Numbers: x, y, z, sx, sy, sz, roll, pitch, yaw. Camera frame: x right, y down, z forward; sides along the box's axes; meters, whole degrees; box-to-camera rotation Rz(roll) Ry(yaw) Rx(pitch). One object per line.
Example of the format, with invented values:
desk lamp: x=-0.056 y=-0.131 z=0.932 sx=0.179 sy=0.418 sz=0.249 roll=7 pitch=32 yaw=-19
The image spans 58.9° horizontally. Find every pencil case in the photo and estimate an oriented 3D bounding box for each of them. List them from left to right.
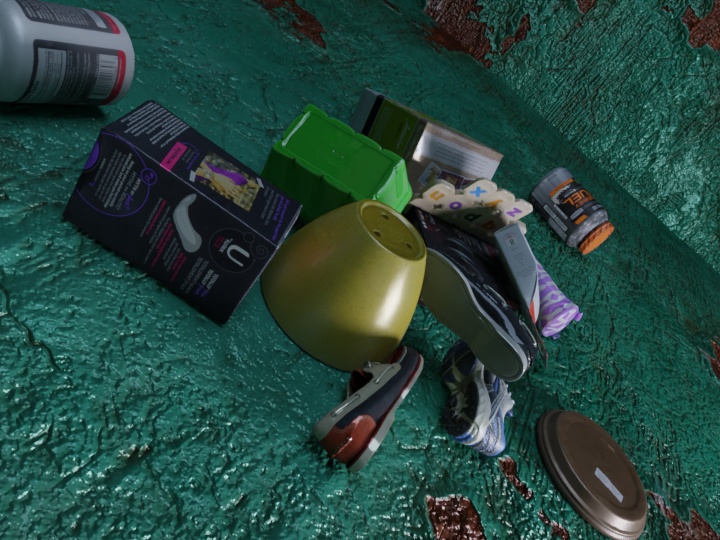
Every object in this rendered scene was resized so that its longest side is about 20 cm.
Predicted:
pencil case: x=0.315 y=0.022 z=1.158 sx=0.085 sy=0.084 sz=0.201 roll=-21 pitch=62 yaw=-19

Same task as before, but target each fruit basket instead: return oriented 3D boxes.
fruit basket: x=-0.032 y=-0.122 z=0.930 sx=0.215 sy=0.216 sz=0.156 roll=37 pitch=67 yaw=-5

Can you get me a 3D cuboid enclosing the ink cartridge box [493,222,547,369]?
ink cartridge box: x=0.273 y=0.043 z=1.009 sx=0.202 sy=0.057 sz=0.163 roll=67 pitch=8 yaw=22

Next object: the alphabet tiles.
alphabet tiles: x=0.170 y=-0.086 z=1.035 sx=0.198 sy=0.195 sz=0.015 roll=22 pitch=56 yaw=-28

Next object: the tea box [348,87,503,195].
tea box: x=0.101 y=-0.201 z=1.114 sx=0.198 sy=0.135 sz=0.197 roll=10 pitch=23 yaw=-41

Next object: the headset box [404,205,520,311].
headset box: x=0.154 y=0.003 z=1.012 sx=0.198 sy=0.077 sz=0.150 roll=22 pitch=34 yaw=-26

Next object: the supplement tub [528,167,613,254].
supplement tub: x=0.522 y=-0.146 z=1.577 sx=0.122 sy=0.123 sz=0.201 roll=-7 pitch=54 yaw=-52

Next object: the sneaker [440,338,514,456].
sneaker: x=0.156 y=0.157 z=0.832 sx=0.085 sy=0.077 sz=0.201 roll=41 pitch=36 yaw=-18

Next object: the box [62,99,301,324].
box: x=-0.182 y=-0.062 z=0.671 sx=0.199 sy=0.122 sz=0.106 roll=36 pitch=29 yaw=-9

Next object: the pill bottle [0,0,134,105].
pill bottle: x=-0.366 y=-0.244 z=0.713 sx=0.111 sy=0.111 sz=0.199 roll=48 pitch=31 yaw=15

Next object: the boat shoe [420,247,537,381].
boat shoe: x=0.143 y=0.048 z=0.809 sx=0.060 sy=0.076 sz=0.201 roll=-27 pitch=77 yaw=-47

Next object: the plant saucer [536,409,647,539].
plant saucer: x=0.332 y=0.279 z=0.899 sx=0.199 sy=0.030 sz=0.201 roll=29 pitch=33 yaw=-21

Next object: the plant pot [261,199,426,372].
plant pot: x=0.000 y=0.000 z=0.775 sx=0.199 sy=0.142 sz=0.201 roll=29 pitch=32 yaw=-20

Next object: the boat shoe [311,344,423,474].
boat shoe: x=0.013 y=0.133 z=0.693 sx=0.062 sy=0.071 sz=0.200 roll=38 pitch=34 yaw=3
